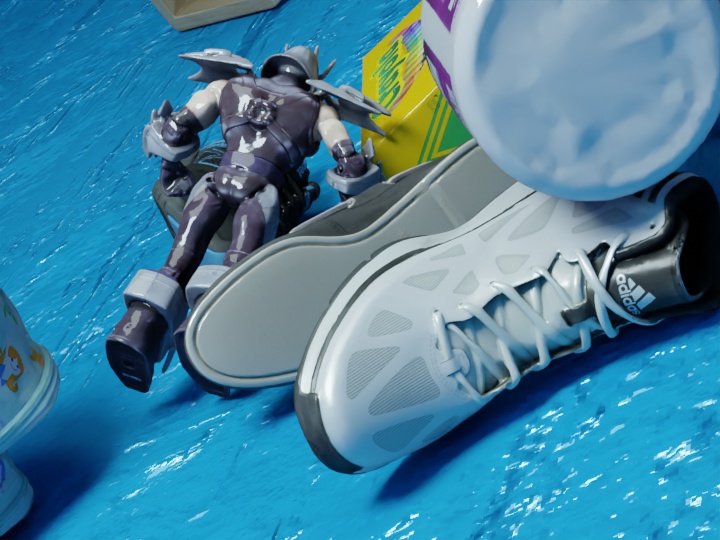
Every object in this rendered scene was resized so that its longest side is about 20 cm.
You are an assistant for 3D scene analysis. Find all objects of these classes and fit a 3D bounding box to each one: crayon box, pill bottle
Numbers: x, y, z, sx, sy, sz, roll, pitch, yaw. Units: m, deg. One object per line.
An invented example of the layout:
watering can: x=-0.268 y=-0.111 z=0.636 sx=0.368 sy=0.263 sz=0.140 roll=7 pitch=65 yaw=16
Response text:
crayon box: x=0.078 y=-0.131 z=1.261 sx=0.172 sy=0.058 sz=0.200 roll=-42 pitch=14 yaw=14
pill bottle: x=0.084 y=-0.101 z=0.983 sx=0.112 sy=0.113 sz=0.200 roll=-28 pitch=14 yaw=3

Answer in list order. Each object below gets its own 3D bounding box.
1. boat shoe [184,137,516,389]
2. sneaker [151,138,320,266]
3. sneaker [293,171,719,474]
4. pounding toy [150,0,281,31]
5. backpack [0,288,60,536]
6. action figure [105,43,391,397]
boat shoe: x=0.000 y=0.000 z=1.098 sx=0.199 sy=0.067 sz=0.057 roll=-31 pitch=1 yaw=-21
sneaker: x=-0.066 y=-0.041 z=1.284 sx=0.082 sy=0.073 sz=0.200 roll=-27 pitch=19 yaw=2
sneaker: x=0.068 y=0.010 z=0.928 sx=0.200 sy=0.076 sz=0.115 roll=-38 pitch=17 yaw=-31
pounding toy: x=-0.100 y=-0.305 z=1.924 sx=0.199 sy=0.184 sz=0.142 roll=-5 pitch=42 yaw=53
backpack: x=-0.241 y=0.077 z=1.105 sx=0.200 sy=0.151 sz=0.177 roll=-47 pitch=26 yaw=-26
action figure: x=-0.061 y=-0.035 z=1.161 sx=0.129 sy=0.069 sz=0.201 roll=11 pitch=61 yaw=25
